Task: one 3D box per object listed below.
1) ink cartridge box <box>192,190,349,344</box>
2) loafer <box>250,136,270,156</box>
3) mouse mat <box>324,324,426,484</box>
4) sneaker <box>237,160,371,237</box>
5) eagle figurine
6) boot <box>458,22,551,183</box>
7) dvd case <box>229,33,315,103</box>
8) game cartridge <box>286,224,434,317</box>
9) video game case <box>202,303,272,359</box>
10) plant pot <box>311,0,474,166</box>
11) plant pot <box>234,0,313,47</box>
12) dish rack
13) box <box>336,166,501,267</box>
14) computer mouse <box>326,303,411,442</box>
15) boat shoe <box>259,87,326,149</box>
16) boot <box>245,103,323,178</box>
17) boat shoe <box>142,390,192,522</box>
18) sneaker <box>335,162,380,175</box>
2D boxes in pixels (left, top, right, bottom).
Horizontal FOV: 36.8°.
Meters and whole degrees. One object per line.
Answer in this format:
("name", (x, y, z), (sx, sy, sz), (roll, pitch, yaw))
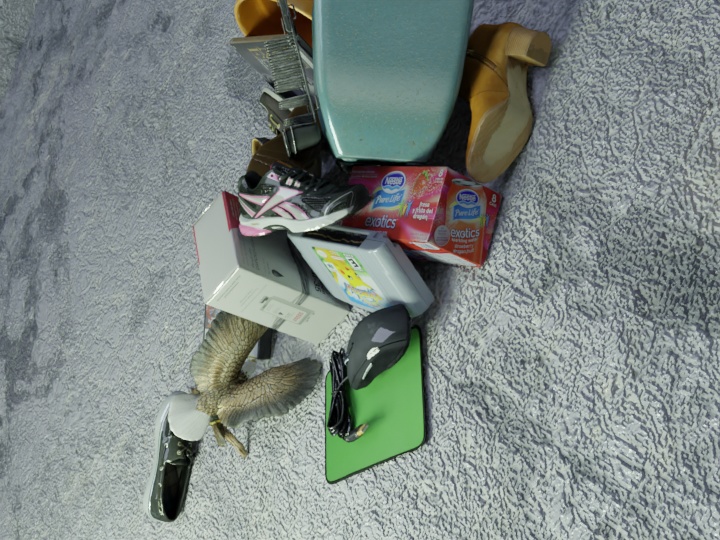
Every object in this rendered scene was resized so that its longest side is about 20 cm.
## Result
("ink cartridge box", (-0.122, -0.002, 1.488), (0.083, 0.198, 0.148), (-43, 43, 28))
("loafer", (-0.140, -0.116, 1.674), (0.072, 0.072, 0.203), (-35, 49, 37))
("mouse mat", (0.015, 0.173, 1.384), (0.199, 0.007, 0.164), (-30, 51, 42))
("sneaker", (-0.084, -0.096, 1.357), (0.197, 0.080, 0.088), (-6, 105, 31))
("eagle figurine", (-0.171, 0.153, 1.528), (0.200, 0.150, 0.153), (-44, 35, 34))
("boot", (0.154, -0.210, 1.342), (0.143, 0.070, 0.204), (22, 88, 61))
("dvd case", (-0.103, -0.303, 1.653), (0.199, 0.149, 0.016), (13, 65, 54))
("game cartridge", (0.000, 0.000, 1.380), (0.198, 0.134, 0.041), (12, 59, 51))
("video game case", (-0.188, 0.026, 1.669), (0.179, 0.025, 0.204), (6, 93, 54))
("plant pot", (0.031, -0.234, 1.370), (0.196, 0.192, 0.204), (-146, 59, -86))
("plant pot", (-0.063, -0.418, 1.635), (0.199, 0.199, 0.185), (3, 61, 53))
("dish rack", (-0.091, -0.249, 1.382), (0.153, 0.054, 0.204), (-149, 45, -85))
("box", (0.068, -0.070, 1.350), (0.199, 0.099, 0.097), (7, 78, 54))
("computer mouse", (-0.001, 0.132, 1.355), (0.200, 0.045, 0.143), (-41, 44, 51))
("boat shoe", (-0.112, -0.231, 1.692), (0.061, 0.071, 0.201), (-60, 39, 7))
("boot", (-0.104, -0.123, 1.536), (0.157, 0.072, 0.201), (98, -166, -46))
("boat shoe", (-0.287, 0.292, 1.689), (0.056, 0.068, 0.204), (8, 85, 46))
("sneaker", (0.021, -0.224, 1.495), (0.204, 0.076, 0.147), (-59, 24, 31))
